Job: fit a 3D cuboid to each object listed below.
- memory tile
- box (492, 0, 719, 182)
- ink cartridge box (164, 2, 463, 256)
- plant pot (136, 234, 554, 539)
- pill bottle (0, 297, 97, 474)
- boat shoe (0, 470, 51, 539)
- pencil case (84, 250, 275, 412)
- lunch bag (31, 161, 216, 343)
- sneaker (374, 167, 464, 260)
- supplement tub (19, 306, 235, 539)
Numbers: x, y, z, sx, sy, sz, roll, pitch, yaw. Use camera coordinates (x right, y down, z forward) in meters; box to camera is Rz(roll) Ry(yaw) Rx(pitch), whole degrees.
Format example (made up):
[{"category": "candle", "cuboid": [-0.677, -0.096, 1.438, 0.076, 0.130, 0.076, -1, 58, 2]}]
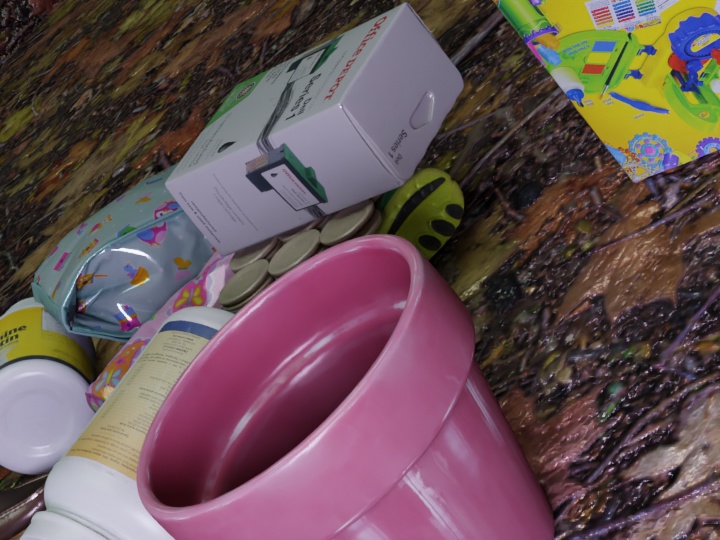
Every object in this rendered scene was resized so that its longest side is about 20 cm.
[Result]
[{"category": "memory tile", "cuboid": [-0.039, -0.048, 1.277, 0.153, 0.017, 0.201, -31, 23, 21]}, {"category": "box", "cuboid": [0.221, -0.191, 1.057, 0.199, 0.193, 0.122, -21, 31, 40]}, {"category": "ink cartridge box", "cuboid": [-0.035, -0.109, 1.254, 0.199, 0.084, 0.147, -21, 28, 39]}, {"category": "plant pot", "cuboid": [0.006, 0.113, 0.885, 0.199, 0.179, 0.201, -34, 23, 17]}, {"category": "pill bottle", "cuboid": [-0.303, 0.099, 1.504, 0.112, 0.112, 0.200, -40, 23, 5]}, {"category": "boat shoe", "cuboid": [-0.336, 0.223, 1.382, 0.199, 0.071, 0.070, -33, 6, 17]}, {"category": "pencil case", "cuboid": [-0.140, 0.061, 1.352, 0.200, 0.088, 0.087, -49, 24, -19]}, {"category": "lunch bag", "cuboid": [-0.202, -0.006, 1.482, 0.199, 0.123, 0.170, -28, 20, -13]}, {"category": "sneaker", "cuboid": [0.000, 0.000, 1.254, 0.200, 0.074, 0.084, -41, 9, -3]}, {"category": "supplement tub", "cuboid": [-0.126, 0.141, 1.098, 0.144, 0.145, 0.201, -8, 40, 53]}]
